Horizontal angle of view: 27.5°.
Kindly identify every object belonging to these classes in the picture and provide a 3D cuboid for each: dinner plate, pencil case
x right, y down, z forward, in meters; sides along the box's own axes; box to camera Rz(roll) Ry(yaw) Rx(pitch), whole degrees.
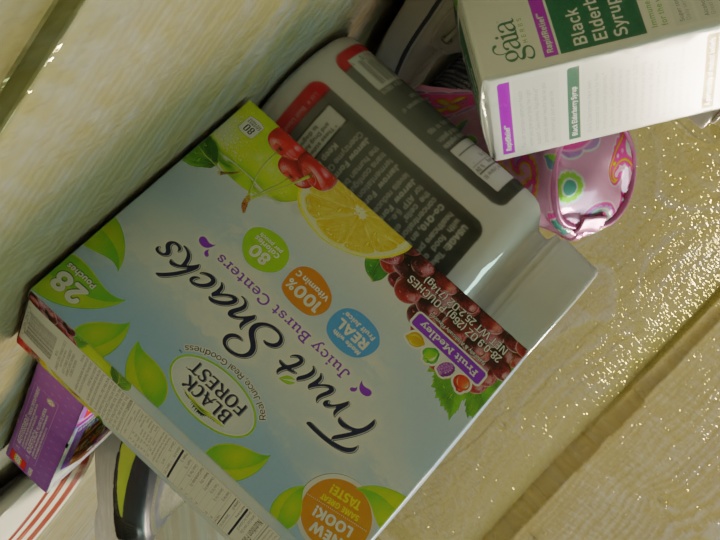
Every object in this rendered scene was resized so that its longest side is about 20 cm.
[{"bbox_3d":[-0.258,0.191,1.008,0.200,0.024,0.200,-47,175,-6],"label":"dinner plate"},{"bbox_3d":[0.080,-0.073,0.950,0.199,0.088,0.087,14,-129,47],"label":"pencil case"}]

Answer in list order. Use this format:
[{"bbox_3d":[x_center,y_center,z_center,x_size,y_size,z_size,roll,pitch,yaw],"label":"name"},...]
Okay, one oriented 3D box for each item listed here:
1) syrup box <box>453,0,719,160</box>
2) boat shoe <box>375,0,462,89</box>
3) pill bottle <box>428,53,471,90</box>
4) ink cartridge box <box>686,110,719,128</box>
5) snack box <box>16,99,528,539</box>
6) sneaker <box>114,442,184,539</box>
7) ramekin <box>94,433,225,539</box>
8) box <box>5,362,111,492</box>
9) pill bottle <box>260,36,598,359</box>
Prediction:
[{"bbox_3d":[0.158,-0.136,0.836,0.198,0.079,0.082,-12,148,1],"label":"syrup box"},{"bbox_3d":[0.070,-0.165,0.899,0.072,0.066,0.200,-51,179,-44],"label":"boat shoe"},{"bbox_3d":[0.152,-0.180,1.254,0.200,0.106,0.106,-47,174,-14],"label":"pill bottle"},{"bbox_3d":[0.241,-0.232,1.117,0.146,0.200,0.084,-52,173,35],"label":"ink cartridge box"},{"bbox_3d":[-0.043,0.039,0.743,0.169,0.200,0.068,-44,173,-32],"label":"snack box"},{"bbox_3d":[-0.079,0.096,0.900,0.200,0.081,0.074,-48,153,-42],"label":"sneaker"},{"bbox_3d":[-0.093,0.134,1.031,0.200,0.199,0.106,-41,133,-53],"label":"ramekin"},{"bbox_3d":[-0.125,0.034,0.899,0.200,0.039,0.137,-45,174,-36],"label":"box"},{"bbox_3d":[0.030,-0.029,0.847,0.114,0.200,0.114,-47,174,-6],"label":"pill bottle"}]
